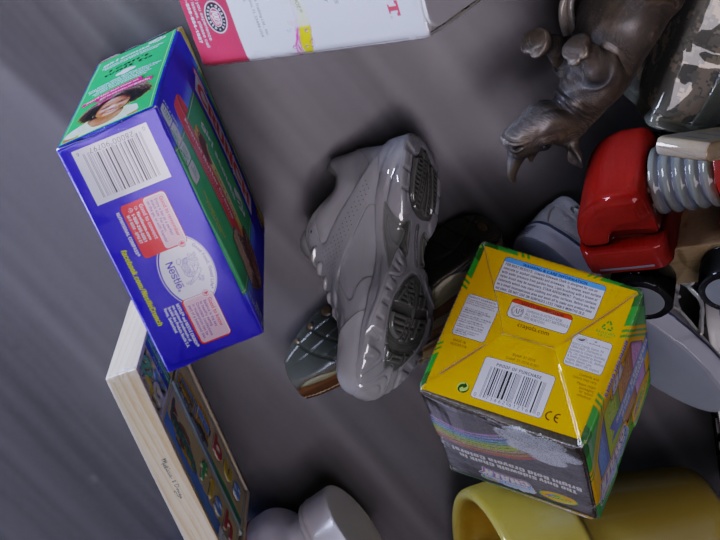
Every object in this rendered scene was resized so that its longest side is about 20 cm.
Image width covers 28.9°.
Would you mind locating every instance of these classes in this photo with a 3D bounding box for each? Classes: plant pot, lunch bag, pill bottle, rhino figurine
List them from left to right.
[{"bbox_3d":[-0.079,0.265,1.142,0.200,0.112,0.112,-39,109,12],"label":"pill bottle"},{"bbox_3d":[0.154,-0.142,0.934,0.087,0.060,0.201,10,115,-48],"label":"rhino figurine"},{"bbox_3d":[0.195,0.245,1.111,0.188,0.201,0.202,-15,113,-12],"label":"plant pot"},{"bbox_3d":[0.305,-0.161,0.979,0.199,0.118,0.165,14,113,-15],"label":"lunch bag"}]

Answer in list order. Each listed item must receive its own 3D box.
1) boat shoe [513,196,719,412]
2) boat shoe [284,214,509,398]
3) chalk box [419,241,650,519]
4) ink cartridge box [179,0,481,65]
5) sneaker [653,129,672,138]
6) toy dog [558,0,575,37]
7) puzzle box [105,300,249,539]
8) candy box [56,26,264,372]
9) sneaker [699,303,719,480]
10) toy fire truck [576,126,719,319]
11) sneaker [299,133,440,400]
[{"bbox_3d":[0.216,0.016,1.059,0.202,0.075,0.086,39,64,7],"label":"boat shoe"},{"bbox_3d":[0.036,0.041,1.074,0.200,0.076,0.074,-33,124,12],"label":"boat shoe"},{"bbox_3d":[0.134,0.091,1.014,0.124,0.124,0.200,17,158,20],"label":"chalk box"},{"bbox_3d":[-0.032,-0.221,0.903,0.199,0.086,0.148,0,118,36],"label":"ink cartridge box"},{"bbox_3d":[0.275,-0.042,1.051,0.199,0.070,0.090,12,110,-9],"label":"sneaker"},{"bbox_3d":[0.111,-0.246,0.962,0.199,0.096,0.132,18,109,-26],"label":"toy dog"},{"bbox_3d":[-0.135,0.131,1.071,0.025,0.133,0.201,-19,113,6],"label":"puzzle box"},{"bbox_3d":[-0.128,-0.055,0.957,0.077,0.200,0.170,-21,113,5],"label":"candy box"},{"bbox_3d":[0.319,0.112,1.088,0.087,0.076,0.201,-7,100,12],"label":"sneaker"},{"bbox_3d":[0.216,-0.054,0.904,0.175,0.129,0.200,-5,140,30],"label":"toy fire truck"},{"bbox_3d":[0.000,0.000,1.018,0.099,0.201,0.078,-5,153,30],"label":"sneaker"}]
